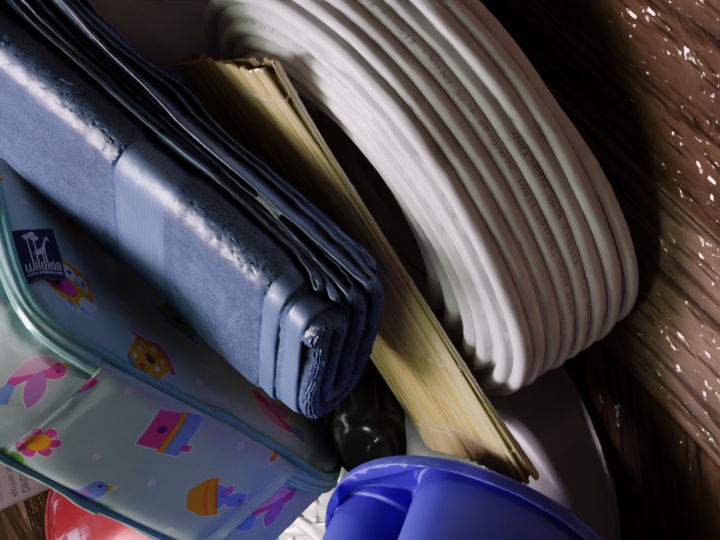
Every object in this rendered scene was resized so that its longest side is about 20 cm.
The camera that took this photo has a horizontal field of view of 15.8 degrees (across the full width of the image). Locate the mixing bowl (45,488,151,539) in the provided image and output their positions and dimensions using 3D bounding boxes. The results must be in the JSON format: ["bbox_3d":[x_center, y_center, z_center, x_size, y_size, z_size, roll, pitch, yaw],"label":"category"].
[{"bbox_3d":[-0.058,0.132,1.398,0.108,0.200,0.200,-49,60,41],"label":"mixing bowl"}]

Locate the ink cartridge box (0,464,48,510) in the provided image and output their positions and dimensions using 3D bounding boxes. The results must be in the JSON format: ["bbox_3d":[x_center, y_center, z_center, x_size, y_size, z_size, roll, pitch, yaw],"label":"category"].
[{"bbox_3d":[-0.165,0.040,1.561,0.084,0.200,0.146,53,158,38],"label":"ink cartridge box"}]

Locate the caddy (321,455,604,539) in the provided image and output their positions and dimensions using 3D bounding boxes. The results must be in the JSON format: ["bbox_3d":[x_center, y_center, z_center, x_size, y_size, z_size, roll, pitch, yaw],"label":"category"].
[{"bbox_3d":[0.061,0.156,1.031,0.200,0.105,0.141,45,144,-18],"label":"caddy"}]

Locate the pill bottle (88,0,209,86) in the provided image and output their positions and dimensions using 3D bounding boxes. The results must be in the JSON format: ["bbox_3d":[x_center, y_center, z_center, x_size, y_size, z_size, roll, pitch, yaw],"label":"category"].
[{"bbox_3d":[-0.137,-0.112,1.116,0.200,0.112,0.113,-19,92,45],"label":"pill bottle"}]

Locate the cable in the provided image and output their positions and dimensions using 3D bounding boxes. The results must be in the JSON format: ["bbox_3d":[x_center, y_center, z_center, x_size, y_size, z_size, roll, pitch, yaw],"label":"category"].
[{"bbox_3d":[0.021,-0.044,0.990,0.200,0.069,0.200,57,166,-12],"label":"cable"}]

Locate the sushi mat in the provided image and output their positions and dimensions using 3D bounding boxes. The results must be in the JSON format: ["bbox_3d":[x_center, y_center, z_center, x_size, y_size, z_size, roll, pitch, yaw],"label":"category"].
[{"bbox_3d":[-0.001,-0.002,0.996,0.200,0.012,0.096,57,165,-20],"label":"sushi mat"}]

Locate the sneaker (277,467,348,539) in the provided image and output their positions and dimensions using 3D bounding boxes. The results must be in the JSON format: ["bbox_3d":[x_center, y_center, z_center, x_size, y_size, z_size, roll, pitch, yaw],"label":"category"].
[{"bbox_3d":[-0.019,0.101,1.177,0.070,0.200,0.093,14,170,23],"label":"sneaker"}]

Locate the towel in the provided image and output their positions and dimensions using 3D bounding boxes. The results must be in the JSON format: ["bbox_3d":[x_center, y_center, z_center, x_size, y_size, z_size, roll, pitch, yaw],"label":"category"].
[{"bbox_3d":[-0.075,-0.032,0.990,0.200,0.049,0.112,40,158,13],"label":"towel"}]

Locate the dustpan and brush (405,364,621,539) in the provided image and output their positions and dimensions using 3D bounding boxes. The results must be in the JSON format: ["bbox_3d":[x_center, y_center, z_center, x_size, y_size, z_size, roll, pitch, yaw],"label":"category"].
[{"bbox_3d":[0.051,0.040,1.123,0.200,0.057,0.140,63,153,-2],"label":"dustpan and brush"}]

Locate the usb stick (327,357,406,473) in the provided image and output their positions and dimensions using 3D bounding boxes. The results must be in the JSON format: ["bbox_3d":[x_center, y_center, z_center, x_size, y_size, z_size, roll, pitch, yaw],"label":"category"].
[{"bbox_3d":[0.000,0.000,1.130,0.055,0.033,0.200,75,-171,-52],"label":"usb stick"}]

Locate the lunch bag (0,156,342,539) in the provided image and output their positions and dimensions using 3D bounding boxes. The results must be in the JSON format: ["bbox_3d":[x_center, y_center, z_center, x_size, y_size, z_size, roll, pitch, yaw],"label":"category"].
[{"bbox_3d":[-0.105,0.025,1.087,0.200,0.077,0.160,33,-155,-38],"label":"lunch bag"}]
